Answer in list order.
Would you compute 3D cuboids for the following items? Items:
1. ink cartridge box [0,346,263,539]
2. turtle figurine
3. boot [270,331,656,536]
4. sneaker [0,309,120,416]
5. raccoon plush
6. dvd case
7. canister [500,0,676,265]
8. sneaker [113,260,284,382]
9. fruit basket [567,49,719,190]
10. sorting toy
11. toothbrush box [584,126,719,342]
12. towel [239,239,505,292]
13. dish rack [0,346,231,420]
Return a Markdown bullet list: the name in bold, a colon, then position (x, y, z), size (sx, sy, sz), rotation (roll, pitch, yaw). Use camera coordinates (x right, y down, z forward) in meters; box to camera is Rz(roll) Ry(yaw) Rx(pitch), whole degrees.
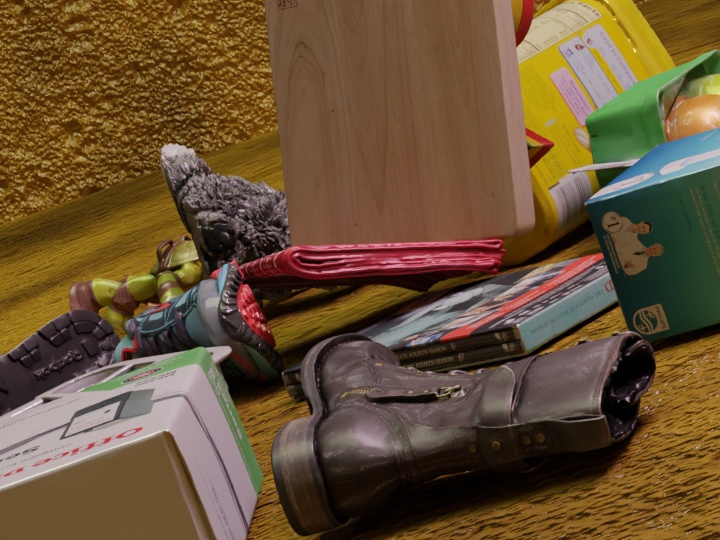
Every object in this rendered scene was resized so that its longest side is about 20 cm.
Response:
- **ink cartridge box**: position (-0.133, 0.115, 1.435), size (0.146, 0.084, 0.200), rotation (-20, 8, 4)
- **turtle figurine**: position (-0.148, 0.008, 2.306), size (0.161, 0.064, 0.200), rotation (-16, 9, 28)
- **boot**: position (0.057, 0.065, 1.401), size (0.174, 0.069, 0.200), rotation (-16, 16, 13)
- **sneaker**: position (-0.260, 0.097, 2.028), size (0.200, 0.076, 0.088), rotation (-21, -8, -35)
- **raccoon plush**: position (-0.062, -0.054, 2.169), size (0.134, 0.200, 0.097), rotation (-19, -37, -8)
- **dvd case**: position (0.068, 0.030, 1.748), size (0.200, 0.022, 0.146), rotation (-12, 11, 45)
- **canister**: position (0.132, -0.102, 2.030), size (0.087, 0.149, 0.200), rotation (-33, -1, 42)
- **sneaker**: position (-0.108, 0.052, 1.901), size (0.096, 0.079, 0.200), rotation (-26, -1, -10)
- **fruit basket**: position (0.257, -0.086, 1.917), size (0.200, 0.094, 0.185), rotation (1, 16, 25)
- **sorting toy**: position (0.039, -0.115, 1.912), size (0.199, 0.200, 0.070), rotation (-6, -1, 44)
- **toothbrush box**: position (0.239, -0.041, 1.548), size (0.200, 0.085, 0.146), rotation (-18, 7, 24)
- **towel**: position (0.000, 0.000, 1.897), size (0.145, 0.022, 0.200), rotation (-1, -4, -13)
- **dish rack**: position (-0.183, 0.106, 1.791), size (0.200, 0.044, 0.172), rotation (-26, 10, -37)
